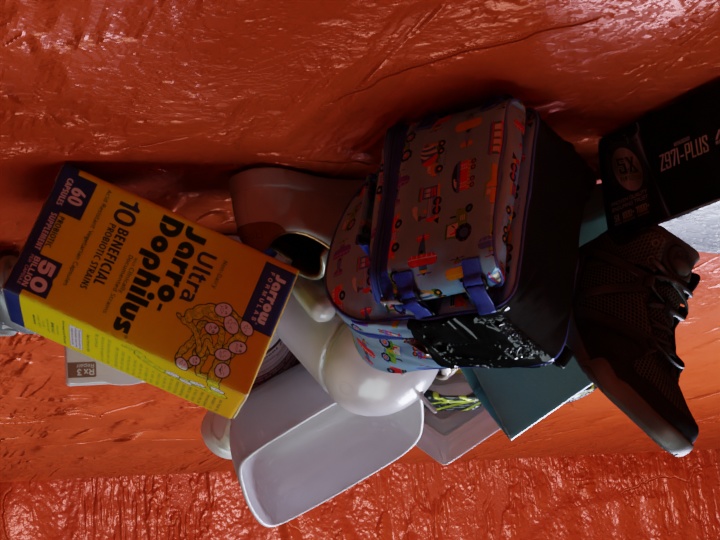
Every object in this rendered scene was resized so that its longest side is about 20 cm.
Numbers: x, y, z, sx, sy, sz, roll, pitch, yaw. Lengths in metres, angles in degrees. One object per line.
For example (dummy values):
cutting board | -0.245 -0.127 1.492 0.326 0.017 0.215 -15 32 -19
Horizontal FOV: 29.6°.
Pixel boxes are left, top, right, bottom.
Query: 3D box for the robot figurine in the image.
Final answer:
robot figurine | -0.005 0.045 1.163 0.113 0.200 0.169 -51 140 7

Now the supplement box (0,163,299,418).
supplement box | -0.162 0.020 1.062 0.198 0.110 0.110 24 162 -4

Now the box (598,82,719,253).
box | 0.311 -0.075 1.049 0.198 0.087 0.163 4 164 -32

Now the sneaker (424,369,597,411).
sneaker | 0.155 0.101 1.415 0.197 0.077 0.075 2 160 -12

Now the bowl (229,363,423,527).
bowl | -0.039 0.151 1.338 0.198 0.075 0.201 -28 149 -10

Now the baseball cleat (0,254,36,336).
baseball cleat | -0.343 0.035 1.297 0.105 0.071 0.200 -6 165 3

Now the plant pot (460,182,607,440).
plant pot | 0.164 0.015 1.150 0.198 0.142 0.141 -30 -166 -1

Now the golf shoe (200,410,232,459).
golf shoe | -0.093 0.108 1.446 0.075 0.201 0.091 32 159 -8

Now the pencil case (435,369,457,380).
pencil case | 0.139 0.046 1.374 0.198 0.079 0.089 -19 -145 -29

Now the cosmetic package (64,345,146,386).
cosmetic package | -0.212 0.042 1.211 0.100 0.075 0.200 -3 -171 -12

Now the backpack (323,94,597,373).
backpack | 0.055 -0.020 1.000 0.198 0.185 0.134 -8 148 38

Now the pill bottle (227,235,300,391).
pill bottle | -0.116 0.055 1.310 0.111 0.114 0.201 -5 148 2

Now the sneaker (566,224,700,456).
sneaker | 0.206 0.037 0.976 0.114 0.200 0.076 -41 125 14

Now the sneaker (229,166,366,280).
sneaker | -0.019 -0.030 1.124 0.198 0.086 0.073 3 162 -34

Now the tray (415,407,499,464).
tray | 0.070 0.151 1.620 0.107 0.022 0.199 -29 -139 -30

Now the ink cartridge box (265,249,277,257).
ink cartridge box | 0.000 0.000 1.333 0.198 0.048 0.197 2 166 -36
